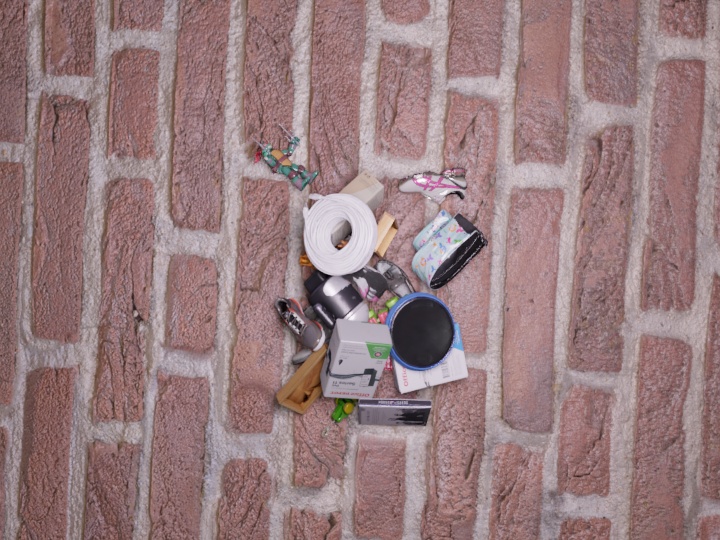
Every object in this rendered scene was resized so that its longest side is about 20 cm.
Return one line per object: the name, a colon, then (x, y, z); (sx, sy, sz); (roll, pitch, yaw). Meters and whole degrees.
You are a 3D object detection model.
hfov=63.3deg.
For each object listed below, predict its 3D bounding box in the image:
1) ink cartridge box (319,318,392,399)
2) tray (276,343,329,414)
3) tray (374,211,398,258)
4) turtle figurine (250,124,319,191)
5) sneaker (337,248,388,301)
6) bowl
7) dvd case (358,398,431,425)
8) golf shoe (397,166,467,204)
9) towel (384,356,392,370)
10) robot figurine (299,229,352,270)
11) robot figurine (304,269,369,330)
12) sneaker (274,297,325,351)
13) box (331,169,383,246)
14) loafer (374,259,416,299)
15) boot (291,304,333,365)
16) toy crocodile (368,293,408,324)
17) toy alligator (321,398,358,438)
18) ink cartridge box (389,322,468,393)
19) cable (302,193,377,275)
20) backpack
ink cartridge box: (-0.015, 0.235, 1.518); (0.141, 0.084, 0.205); (6, 125, -16)
tray: (-0.132, 0.298, 1.606); (0.201, 0.037, 0.098); (-48, 131, 9)
tray: (0.060, -0.092, 1.564); (0.036, 0.200, 0.100); (31, 90, 8)
turtle figurine: (-0.214, -0.312, 1.623); (0.199, 0.101, 0.151); (41, 50, -1)
sneaker: (0.000, 0.000, 1.579); (0.080, 0.087, 0.200); (-41, 128, 6)
bowl: (0.159, 0.162, 1.538); (0.193, 0.039, 0.209); (0, 88, -7)
dvd case: (0.091, 0.389, 1.598); (0.192, 0.152, 0.025); (2, 57, 1)
golf shoe: (0.202, -0.230, 1.627); (0.192, 0.073, 0.096); (-7, 92, 0)
towel: (0.073, 0.208, 1.655); (0.192, 0.022, 0.150); (6, 89, 1)
robot figurine: (-0.070, -0.052, 1.637); (0.192, 0.058, 0.151); (6, 93, 1)
robot figurine: (-0.064, 0.087, 1.567); (0.149, 0.125, 0.201); (-39, 87, -19)
sneaker: (-0.175, 0.144, 1.583); (0.199, 0.081, 0.078); (40, 97, 37)
box: (-0.030, -0.168, 1.589); (0.078, 0.096, 0.199); (43, 72, 15)
loafer: (0.115, 0.048, 1.633); (0.072, 0.063, 0.201); (-41, 90, 1)
boot: (-0.130, 0.165, 1.644); (0.196, 0.068, 0.133); (-32, 83, -5)
toy crocodile: (0.063, 0.130, 1.606); (0.196, 0.062, 0.069); (-29, 95, 14)
toy alligator: (-0.042, 0.384, 1.643); (0.054, 0.059, 0.204); (28, 91, -40)
ink cartridge box: (0.181, 0.235, 1.602); (0.193, 0.084, 0.151); (-12, 91, -7)
cable: (-0.052, -0.089, 1.462); (0.193, 0.069, 0.208); (2, 85, 22)
backpack: (0.225, -0.052, 1.579); (0.150, 0.177, 0.202); (41, 95, 22)
